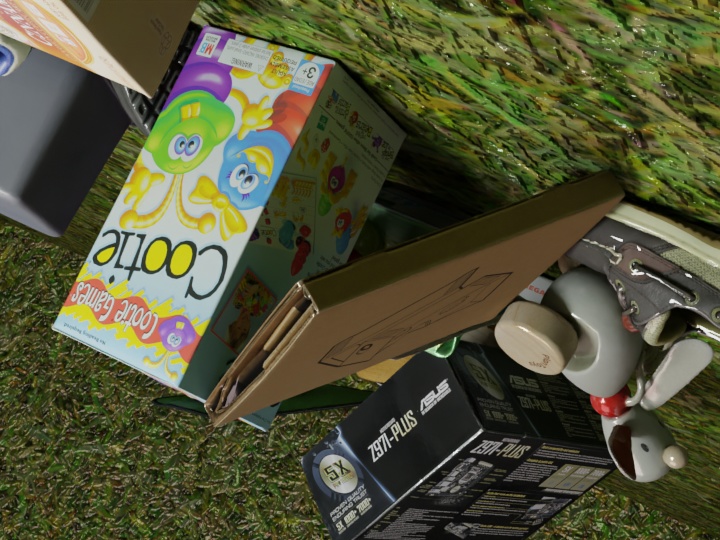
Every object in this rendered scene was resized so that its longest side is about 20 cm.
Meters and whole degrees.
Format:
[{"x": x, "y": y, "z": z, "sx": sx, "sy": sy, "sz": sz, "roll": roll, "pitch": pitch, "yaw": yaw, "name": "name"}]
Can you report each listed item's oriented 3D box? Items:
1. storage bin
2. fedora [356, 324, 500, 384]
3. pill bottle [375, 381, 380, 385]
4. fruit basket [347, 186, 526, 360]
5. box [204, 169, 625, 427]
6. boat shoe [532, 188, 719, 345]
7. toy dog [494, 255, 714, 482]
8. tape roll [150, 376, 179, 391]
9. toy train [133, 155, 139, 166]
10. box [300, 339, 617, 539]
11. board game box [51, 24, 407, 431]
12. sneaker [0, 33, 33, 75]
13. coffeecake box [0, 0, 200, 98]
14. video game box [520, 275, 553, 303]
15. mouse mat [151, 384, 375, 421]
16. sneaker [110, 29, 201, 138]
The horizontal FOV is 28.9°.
[{"x": -0.256, "y": -0.114, "z": 1.050, "sx": 0.145, "sy": 0.135, "sz": 0.200, "roll": 25, "pitch": 171, "yaw": 3, "name": "storage bin"}, {"x": 0.053, "y": 0.068, "z": 1.137, "sx": 0.200, "sy": 0.082, "sz": 0.201, "roll": 24, "pitch": 170, "yaw": 4, "name": "fedora"}, {"x": 0.116, "y": 0.093, "z": 1.332, "sx": 0.200, "sy": 0.111, "sz": 0.111, "roll": 20, "pitch": 171, "yaw": 30, "name": "pill bottle"}, {"x": 0.000, "y": 0.000, "z": 0.946, "sx": 0.185, "sy": 0.094, "sz": 0.200, "roll": 24, "pitch": -165, "yaw": 28, "name": "fruit basket"}, {"x": 0.026, "y": 0.017, "z": 0.748, "sx": 0.021, "sy": 0.200, "sz": 0.164, "roll": 61, "pitch": 148, "yaw": 14, "name": "box"}, {"x": 0.173, "y": 0.010, "z": 0.772, "sx": 0.201, "sy": 0.066, "sz": 0.072, "roll": 21, "pitch": 173, "yaw": 29, "name": "boat shoe"}, {"x": 0.174, "y": 0.062, "z": 0.878, "sx": 0.096, "sy": 0.132, "sz": 0.200, "roll": 14, "pitch": 167, "yaw": 47, "name": "toy dog"}, {"x": -0.120, "y": 0.010, "z": 1.199, "sx": 0.200, "sy": 0.200, "sz": 0.085, "roll": 28, "pitch": 171, "yaw": -17, "name": "tape roll"}, {"x": -0.110, "y": -0.031, "z": 1.045, "sx": 0.114, "sy": 0.085, "sz": 0.200, "roll": 40, "pitch": -152, "yaw": -33, "name": "toy train"}, {"x": 0.084, "y": 0.143, "z": 1.078, "sx": 0.200, "sy": 0.164, "sz": 0.086, "roll": 13, "pitch": -138, "yaw": -45, "name": "box"}, {"x": -0.074, "y": -0.025, "z": 0.824, "sx": 0.103, "sy": 0.200, "sz": 0.105, "roll": 20, "pitch": 170, "yaw": 32, "name": "board game box"}, {"x": -0.277, "y": -0.162, "z": 0.797, "sx": 0.200, "sy": 0.088, "sz": 0.075, "roll": 7, "pitch": 139, "yaw": 2, "name": "sneaker"}, {"x": -0.194, "y": -0.175, "z": 0.680, "sx": 0.200, "sy": 0.073, "sz": 0.154, "roll": 24, "pitch": 173, "yaw": 14, "name": "coffeecake box"}, {"x": 0.112, "y": 0.029, "z": 1.169, "sx": 0.182, "sy": 0.047, "sz": 0.200, "roll": 21, "pitch": 171, "yaw": 12, "name": "video game box"}, {"x": -0.077, "y": 0.111, "z": 1.193, "sx": 0.161, "sy": 0.008, "sz": 0.200, "roll": -4, "pitch": -179, "yaw": -25, "name": "mouse mat"}, {"x": -0.110, "y": -0.104, "z": 0.909, "sx": 0.091, "sy": 0.076, "sz": 0.200, "roll": 29, "pitch": 173, "yaw": 33, "name": "sneaker"}]
